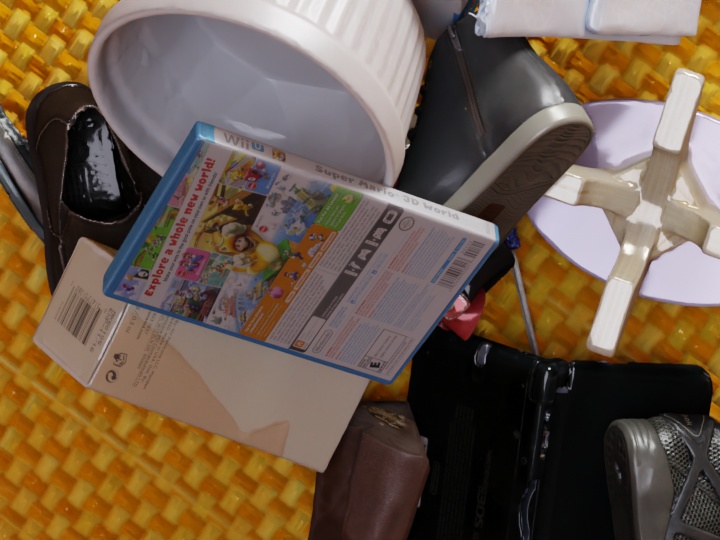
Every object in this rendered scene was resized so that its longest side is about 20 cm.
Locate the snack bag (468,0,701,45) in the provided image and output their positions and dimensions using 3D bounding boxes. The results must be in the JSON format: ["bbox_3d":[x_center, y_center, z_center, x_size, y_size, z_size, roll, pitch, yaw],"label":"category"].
[{"bbox_3d":[0.153,-0.232,1.415,0.021,0.199,0.190,21,107,43],"label":"snack bag"}]

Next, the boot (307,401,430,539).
[{"bbox_3d":[0.026,0.198,1.561,0.186,0.064,0.201,24,105,33],"label":"boot"}]

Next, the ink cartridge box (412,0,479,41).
[{"bbox_3d":[0.038,-0.273,1.449,0.144,0.147,0.201,24,80,6],"label":"ink cartridge box"}]

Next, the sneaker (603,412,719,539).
[{"bbox_3d":[0.225,0.187,1.527,0.113,0.076,0.201,-8,102,-11],"label":"sneaker"}]

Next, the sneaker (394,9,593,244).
[{"bbox_3d":[0.051,-0.067,1.453,0.200,0.075,0.107,-42,58,24],"label":"sneaker"}]

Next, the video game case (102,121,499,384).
[{"bbox_3d":[-0.037,-0.007,1.402,0.199,0.018,0.143,18,132,-21],"label":"video game case"}]

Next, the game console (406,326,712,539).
[{"bbox_3d":[0.124,0.146,1.580,0.175,0.116,0.201,17,107,40],"label":"game console"}]

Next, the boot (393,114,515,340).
[{"bbox_3d":[0.000,0.000,1.511,0.199,0.072,0.145,-27,79,-23],"label":"boot"}]

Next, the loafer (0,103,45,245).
[{"bbox_3d":[-0.197,-0.039,1.608,0.063,0.072,0.201,-32,98,-3],"label":"loafer"}]

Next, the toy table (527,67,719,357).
[{"bbox_3d":[0.190,-0.041,1.496,0.199,0.117,0.185,8,99,11],"label":"toy table"}]

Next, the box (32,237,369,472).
[{"bbox_3d":[-0.101,0.056,1.521,0.199,0.095,0.078,24,95,-35],"label":"box"}]

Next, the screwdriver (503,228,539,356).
[{"bbox_3d":[0.109,0.001,1.566,0.029,0.028,0.201,-16,98,15],"label":"screwdriver"}]

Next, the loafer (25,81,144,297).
[{"bbox_3d":[-0.174,-0.025,1.541,0.073,0.071,0.201,-20,101,-17],"label":"loafer"}]

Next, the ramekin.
[{"bbox_3d":[-0.055,-0.126,1.407,0.199,0.201,0.105,19,58,8],"label":"ramekin"}]

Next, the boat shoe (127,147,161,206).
[{"bbox_3d":[-0.093,-0.039,1.576,0.199,0.071,0.072,27,102,7],"label":"boat shoe"}]
